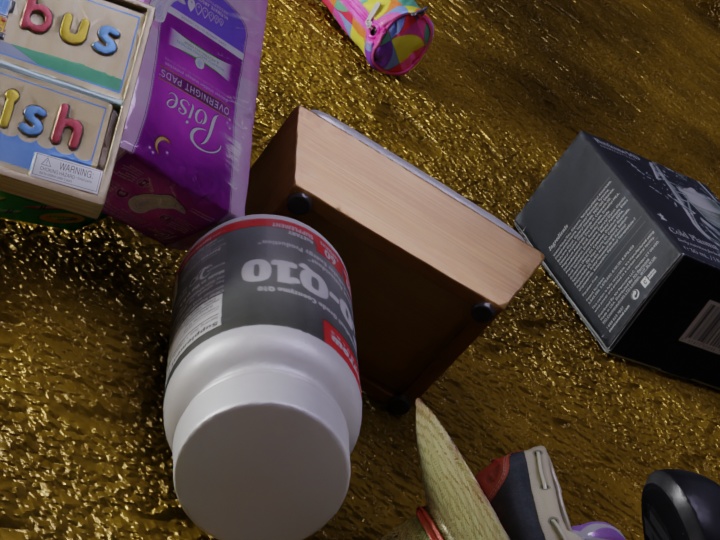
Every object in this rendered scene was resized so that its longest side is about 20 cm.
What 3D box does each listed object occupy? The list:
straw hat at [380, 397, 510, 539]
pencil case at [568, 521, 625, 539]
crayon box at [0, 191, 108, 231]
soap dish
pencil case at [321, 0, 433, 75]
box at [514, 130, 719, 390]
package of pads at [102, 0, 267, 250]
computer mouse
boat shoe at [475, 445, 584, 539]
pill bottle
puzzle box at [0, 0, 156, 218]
[{"bbox_3d":[0.041,0.177,0.911,0.202,0.084,0.201,62,-5,9],"label":"straw hat"},{"bbox_3d":[0.163,0.242,0.983,0.201,0.083,0.086,-115,-178,-46],"label":"pencil case"},{"bbox_3d":[-0.239,-0.101,1.022,0.199,0.058,0.120,10,67,-47],"label":"crayon box"},{"bbox_3d":[0.000,0.000,1.132,0.199,0.158,0.082,30,39,-14],"label":"soap dish"},{"bbox_3d":[0.002,-0.295,1.793,0.088,0.089,0.200,13,31,-44],"label":"pencil case"},{"bbox_3d":[0.286,-0.006,1.595,0.199,0.124,0.197,18,27,-38],"label":"box"},{"bbox_3d":[-0.125,-0.127,1.062,0.120,0.075,0.202,28,55,-38],"label":"package of pads"},{"bbox_3d":[0.209,0.190,1.020,0.052,0.201,0.139,-17,46,-10],"label":"computer mouse"},{"bbox_3d":[0.119,0.177,0.958,0.200,0.062,0.072,-121,-172,-52],"label":"boat shoe"},{"bbox_3d":[-0.056,0.061,0.968,0.113,0.114,0.201,28,23,-18],"label":"pill bottle"},{"bbox_3d":[-0.224,-0.121,0.941,0.198,0.025,0.134,17,68,-14],"label":"puzzle box"}]
